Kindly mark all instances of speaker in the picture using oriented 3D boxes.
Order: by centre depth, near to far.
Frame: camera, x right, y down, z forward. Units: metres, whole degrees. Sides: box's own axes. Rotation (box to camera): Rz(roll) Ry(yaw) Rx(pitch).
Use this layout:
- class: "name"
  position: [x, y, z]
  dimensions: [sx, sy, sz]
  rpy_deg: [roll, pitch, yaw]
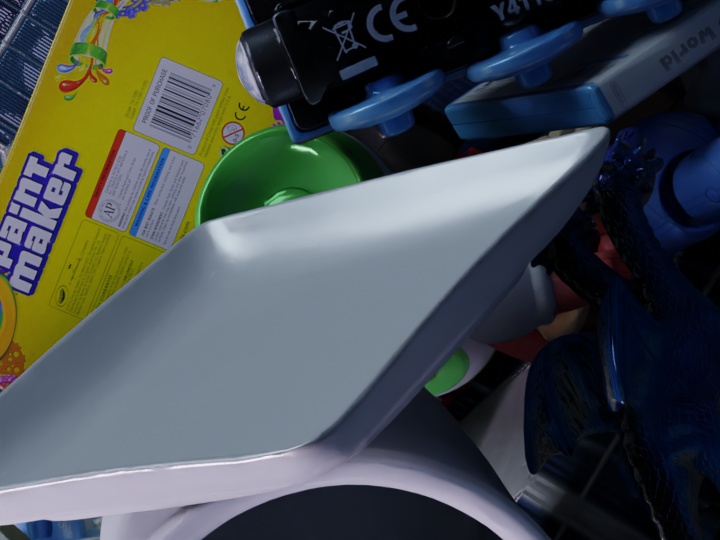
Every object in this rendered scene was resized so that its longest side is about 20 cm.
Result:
- class: "speaker"
  position: [0.000, 0.000, 1.083]
  dimensions: [0.089, 0.088, 0.200]
  rpy_deg: [-58, -22, -1]

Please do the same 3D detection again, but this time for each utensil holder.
- class: "utensil holder"
  position: [-0.014, 0.122, 0.933]
  dimensions: [0.170, 0.169, 0.200]
  rpy_deg: [-56, 12, 6]

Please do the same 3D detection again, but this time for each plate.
- class: "plate"
  position: [-0.032, 0.026, 0.871]
  dimensions: [0.199, 0.032, 0.200]
  rpy_deg: [-11, 23, 40]

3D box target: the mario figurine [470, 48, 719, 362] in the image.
- class: "mario figurine"
  position: [0.096, -0.036, 0.994]
  dimensions: [0.200, 0.123, 0.107]
  rpy_deg: [-36, 63, 43]

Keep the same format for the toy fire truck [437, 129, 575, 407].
- class: "toy fire truck"
  position: [0.070, -0.038, 1.236]
  dimensions: [0.141, 0.049, 0.201]
  rpy_deg: [-46, 17, 43]

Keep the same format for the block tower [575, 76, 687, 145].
- class: "block tower"
  position: [0.132, -0.098, 1.138]
  dimensions: [0.058, 0.054, 0.200]
  rpy_deg: [-50, 16, 34]

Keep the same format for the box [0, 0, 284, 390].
- class: "box"
  position: [-0.095, -0.042, 1.198]
  dimensions: [0.193, 0.121, 0.201]
  rpy_deg: [-101, 33, -84]

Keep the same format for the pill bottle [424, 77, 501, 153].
- class: "pill bottle"
  position: [0.060, -0.135, 1.356]
  dimensions: [0.200, 0.112, 0.113]
  rpy_deg: [-46, 18, 39]

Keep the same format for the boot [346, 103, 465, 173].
- class: "boot"
  position: [-0.013, -0.014, 1.262]
  dimensions: [0.132, 0.069, 0.200]
  rpy_deg: [-64, 1, -12]

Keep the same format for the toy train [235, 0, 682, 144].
- class: "toy train"
  position: [0.047, -0.112, 0.975]
  dimensions: [0.199, 0.087, 0.114]
  rpy_deg: [-23, 9, 3]

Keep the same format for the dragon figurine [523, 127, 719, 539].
- class: "dragon figurine"
  position: [0.091, 0.042, 0.868]
  dimensions: [0.059, 0.099, 0.201]
  rpy_deg: [-46, 23, 42]

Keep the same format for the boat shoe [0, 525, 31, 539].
- class: "boat shoe"
  position: [-0.126, 0.169, 1.047]
  dimensions: [0.072, 0.201, 0.070]
  rpy_deg: [-48, -25, 0]

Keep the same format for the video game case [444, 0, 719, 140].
- class: "video game case"
  position: [0.139, -0.112, 1.018]
  dimensions: [0.200, 0.018, 0.143]
  rpy_deg: [-35, 11, -17]

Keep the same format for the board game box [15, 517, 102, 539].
- class: "board game box"
  position: [-0.076, 0.086, 1.221]
  dimensions: [0.200, 0.199, 0.026]
  rpy_deg: [-141, 44, -77]
